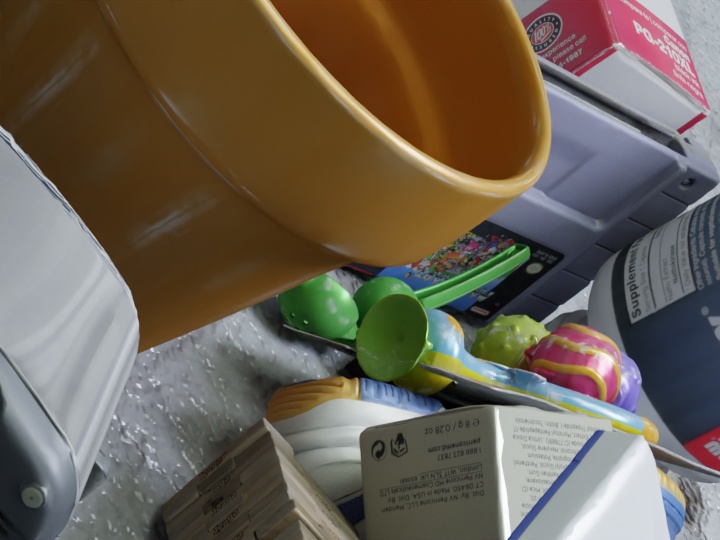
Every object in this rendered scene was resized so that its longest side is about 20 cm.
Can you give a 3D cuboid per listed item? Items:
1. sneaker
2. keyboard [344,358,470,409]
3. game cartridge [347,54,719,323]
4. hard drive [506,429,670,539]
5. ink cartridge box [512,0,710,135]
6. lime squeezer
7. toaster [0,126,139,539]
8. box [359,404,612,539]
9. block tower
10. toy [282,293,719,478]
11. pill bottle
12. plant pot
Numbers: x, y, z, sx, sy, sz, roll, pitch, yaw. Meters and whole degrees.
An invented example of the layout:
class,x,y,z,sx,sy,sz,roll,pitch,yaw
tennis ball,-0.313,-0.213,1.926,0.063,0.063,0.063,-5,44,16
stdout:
class,x,y,z,sx,sy,sz,roll,pitch,yaw
sneaker,0.043,0.105,1.117,0.199,0.075,0.089,14,71,-30
keyboard,0.054,0.120,1.190,0.201,0.021,0.127,56,25,6
game cartridge,0.059,-0.037,1.257,0.199,0.130,0.039,21,33,-47
hard drive,0.049,0.161,0.886,0.200,0.025,0.133,-45,131,-45
ink cartridge box,0.068,-0.128,1.361,0.084,0.144,0.201,30,36,-43
lime squeezer,0.000,0.000,1.198,0.199,0.038,0.071,19,69,-46
toaster,-0.158,0.008,0.867,0.200,0.113,0.129,48,23,-9
box,0.054,0.153,1.014,0.082,0.068,0.202,12,71,-49
block tower,-0.025,0.115,0.943,0.058,0.054,0.200,49,4,-17
toy,0.074,0.042,1.166,0.199,0.115,0.048,18,87,-49
pill bottle,0.174,0.029,1.282,0.119,0.199,0.120,38,35,-34
plant pot,-0.062,-0.063,1.025,0.200,0.183,0.201,40,29,-27
